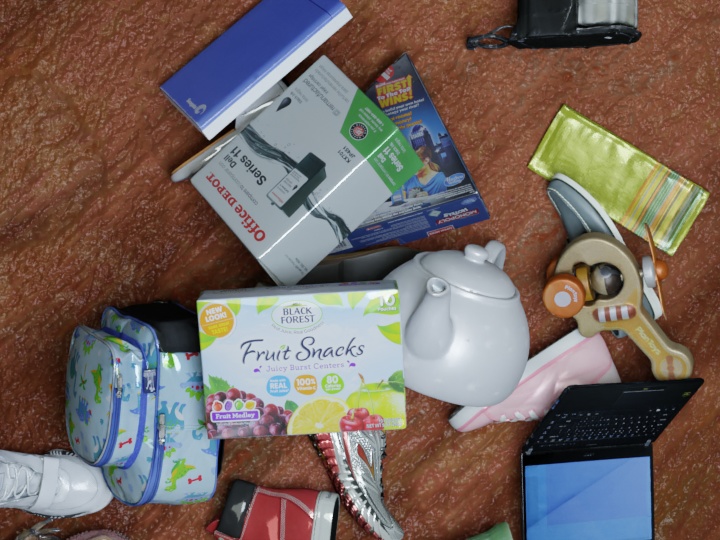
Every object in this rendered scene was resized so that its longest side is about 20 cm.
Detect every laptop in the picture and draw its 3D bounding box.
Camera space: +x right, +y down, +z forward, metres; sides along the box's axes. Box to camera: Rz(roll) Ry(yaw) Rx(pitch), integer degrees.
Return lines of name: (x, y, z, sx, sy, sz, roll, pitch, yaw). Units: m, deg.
laptop: (0.275, 0.216, 1.738, 0.175, 0.201, 0.104, -1, 53, -25)

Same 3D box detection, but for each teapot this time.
teapot: (0.101, 0.041, 1.678, 0.196, 0.200, 0.147, 11, 107, -28)

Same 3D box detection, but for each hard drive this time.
hard drive: (-0.115, -0.234, 1.717, 0.200, 0.132, 0.025, -41, 126, -4)

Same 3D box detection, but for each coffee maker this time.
coffee maker: (0.214, -0.350, 1.745, 0.190, 0.135, 0.202, -1, 89, -5)

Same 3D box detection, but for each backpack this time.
backpack: (-0.228, 0.144, 1.670, 0.146, 0.183, 0.202, -4, 100, -28)

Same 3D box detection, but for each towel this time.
towel: (0.294, -0.103, 1.810, 0.199, 0.018, 0.087, 31, 86, -5)

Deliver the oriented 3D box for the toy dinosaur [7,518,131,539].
toy dinosaur: (-0.306, 0.316, 1.718, 0.198, 0.086, 0.137, -18, 85, -11)

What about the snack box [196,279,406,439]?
snack box: (-0.057, 0.087, 1.573, 0.198, 0.053, 0.144, -4, 100, 1)

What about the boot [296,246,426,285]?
boot: (0.000, 0.000, 1.757, 0.198, 0.075, 0.074, -2, 111, -25)

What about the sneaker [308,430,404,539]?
sneaker: (0.003, 0.208, 1.750, 0.082, 0.078, 0.202, -25, 95, -11)

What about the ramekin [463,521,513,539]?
ramekin: (0.139, 0.379, 1.706, 0.097, 0.200, 0.202, -16, 91, 2)

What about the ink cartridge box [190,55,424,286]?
ink cartridge box: (-0.058, -0.102, 1.667, 0.200, 0.083, 0.147, -43, 56, -1)

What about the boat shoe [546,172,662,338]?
boat shoe: (0.261, -0.015, 1.779, 0.062, 0.073, 0.201, -36, 98, -9)

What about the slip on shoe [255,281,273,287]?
slip on shoe: (-0.037, 0.081, 1.751, 0.199, 0.074, 0.062, 26, 94, 0)

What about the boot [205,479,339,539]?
boot: (-0.103, 0.333, 1.750, 0.143, 0.072, 0.202, 6, 96, 8)

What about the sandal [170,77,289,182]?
sandal: (-0.132, -0.173, 1.737, 0.206, 0.079, 0.059, -34, 96, -3)

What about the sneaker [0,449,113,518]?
sneaker: (-0.362, 0.228, 1.693, 0.198, 0.115, 0.076, 9, 89, -6)

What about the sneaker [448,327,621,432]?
sneaker: (0.202, 0.148, 1.769, 0.199, 0.075, 0.105, -31, 88, -9)

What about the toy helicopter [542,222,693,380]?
toy helicopter: (0.298, 0.040, 1.729, 0.132, 0.079, 0.200, -38, 100, 22)

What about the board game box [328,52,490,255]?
board game box: (0.025, -0.127, 1.735, 0.198, 0.062, 0.202, -15, 60, 12)
